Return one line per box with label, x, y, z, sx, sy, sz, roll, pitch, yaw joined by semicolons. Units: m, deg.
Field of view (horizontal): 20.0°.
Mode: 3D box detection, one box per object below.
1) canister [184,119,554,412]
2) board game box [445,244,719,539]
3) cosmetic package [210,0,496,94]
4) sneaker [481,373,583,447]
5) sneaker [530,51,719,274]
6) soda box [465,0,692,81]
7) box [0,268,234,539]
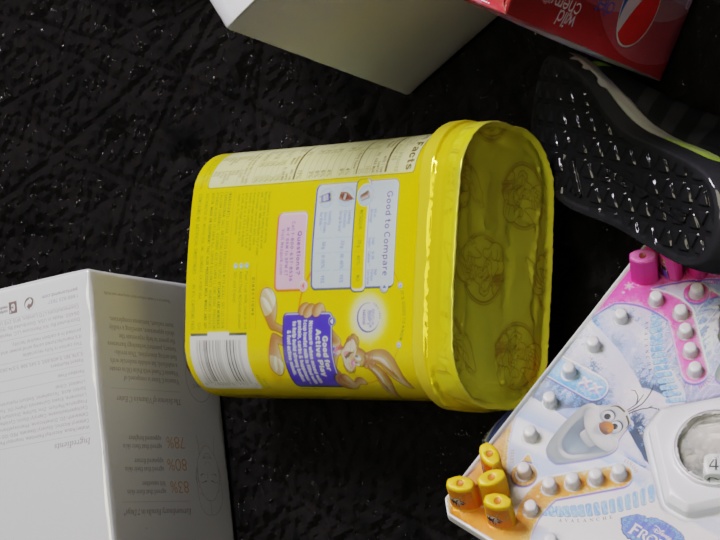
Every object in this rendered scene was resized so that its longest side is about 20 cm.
canister;0.000;0.000;1.110;0.199;0.086;0.150;-2;83;41
board game box;0.173;0.086;0.995;0.199;0.026;0.200;29;66;28
cosmetic package;-0.027;-0.220;1.099;0.123;0.199;0.201;-41;67;19
sneaker;0.113;0.157;1.065;0.078;0.075;0.202;-22;68;38
sneaker;0.162;-0.052;1.057;0.200;0.082;0.072;48;133;48
soda box;0.099;-0.148;1.020;0.070;0.199;0.064;26;99;29
box;-0.148;0.111;1.179;0.097;0.124;0.202;-12;79;28
